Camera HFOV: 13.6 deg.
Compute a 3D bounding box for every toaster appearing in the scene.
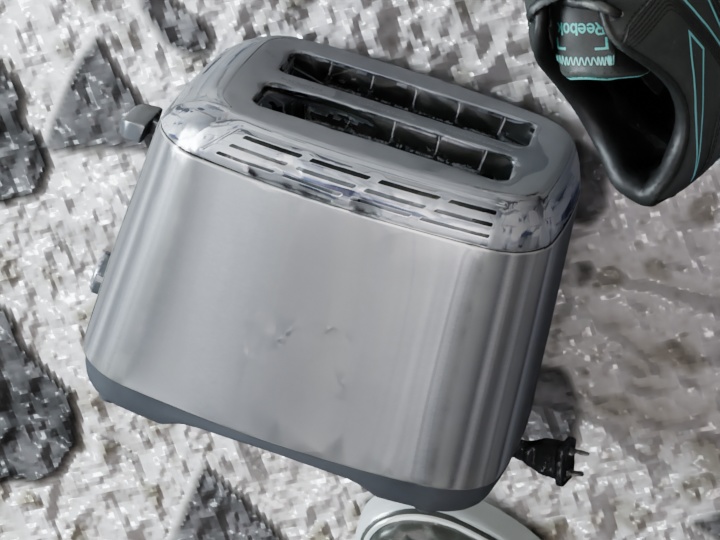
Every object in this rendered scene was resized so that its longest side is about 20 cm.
[{"bbox_3d":[0.000,0.000,1.114,0.199,0.114,0.130,19,117,9],"label":"toaster"}]

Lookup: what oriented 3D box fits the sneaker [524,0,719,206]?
[{"bbox_3d":[0.090,-0.114,1.027,0.075,0.079,0.201,0,127,38],"label":"sneaker"}]

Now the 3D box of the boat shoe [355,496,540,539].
[{"bbox_3d":[0.069,0.171,1.206,0.071,0.064,0.200,-37,101,28],"label":"boat shoe"}]
